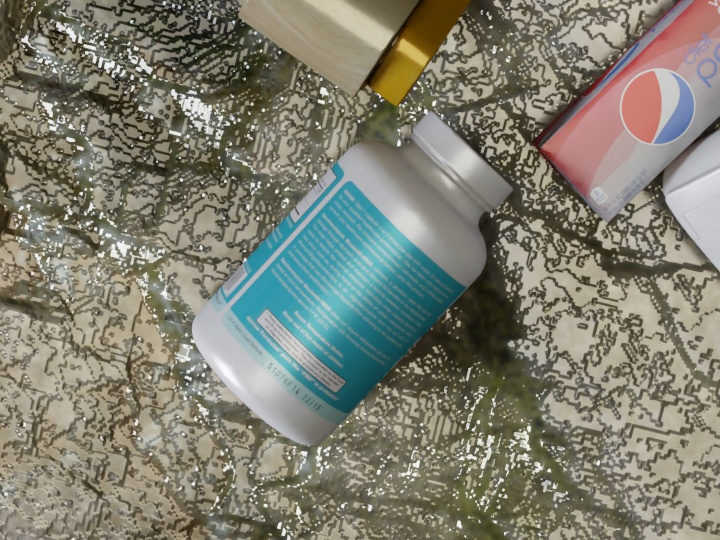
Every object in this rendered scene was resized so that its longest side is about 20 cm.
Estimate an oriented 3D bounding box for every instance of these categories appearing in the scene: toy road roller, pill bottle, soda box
[{"bbox_3d":[-0.009,-0.158,1.077,0.122,0.200,0.146,34,132,-3],"label":"toy road roller"},{"bbox_3d":[0.000,0.000,1.129,0.111,0.111,0.200,43,96,-4],"label":"pill bottle"},{"bbox_3d":[0.197,-0.122,1.132,0.200,0.070,0.063,-44,94,6],"label":"soda box"}]

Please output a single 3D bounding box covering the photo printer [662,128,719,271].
[{"bbox_3d":[0.297,-0.040,1.082,0.167,0.070,0.199,47,138,-12],"label":"photo printer"}]
